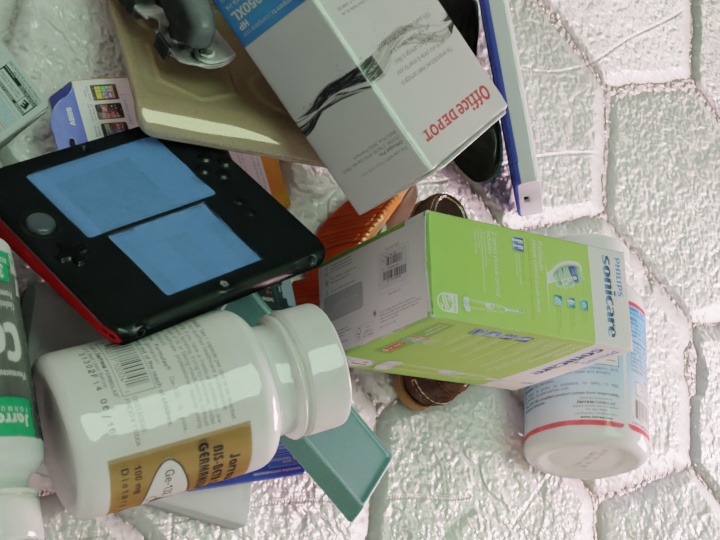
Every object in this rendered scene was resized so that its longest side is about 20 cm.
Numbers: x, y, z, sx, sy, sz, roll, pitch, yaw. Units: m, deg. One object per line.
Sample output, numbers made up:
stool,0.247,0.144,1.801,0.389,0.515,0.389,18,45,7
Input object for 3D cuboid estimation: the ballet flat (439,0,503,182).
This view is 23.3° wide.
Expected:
ballet flat,0.077,-0.169,1.572,0.068,0.068,0.201,9,56,-28

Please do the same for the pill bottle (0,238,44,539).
pill bottle,-0.267,0.085,1.129,0.113,0.113,0.201,-1,74,-41

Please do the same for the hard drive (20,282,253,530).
hard drive,-0.163,0.101,1.272,0.200,0.026,0.132,22,59,-33

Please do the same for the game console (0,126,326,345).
game console,-0.147,-0.033,1.224,0.200,0.031,0.177,-23,50,-41

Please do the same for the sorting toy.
sorting toy,-0.103,-0.157,1.367,0.184,0.037,0.200,9,40,-24

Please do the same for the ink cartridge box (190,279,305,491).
ink cartridge box,-0.095,0.058,1.303,0.119,0.042,0.201,-1,76,-44

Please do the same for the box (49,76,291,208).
box,-0.155,-0.090,1.352,0.199,0.041,0.120,-9,79,-40

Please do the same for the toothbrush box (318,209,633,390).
toothbrush box,0.088,0.029,1.348,0.199,0.145,0.086,11,68,-33

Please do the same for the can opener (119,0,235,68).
can opener,-0.156,-0.223,1.334,0.052,0.067,0.200,-9,45,-37

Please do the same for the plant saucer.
plant saucer,-0.047,0.092,1.295,0.200,0.019,0.070,50,46,-16

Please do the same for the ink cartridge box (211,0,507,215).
ink cartridge box,0.003,-0.163,1.312,0.200,0.084,0.145,56,38,-5

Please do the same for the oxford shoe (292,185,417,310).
oxford shoe,0.000,0.000,1.435,0.073,0.071,0.200,50,55,-26

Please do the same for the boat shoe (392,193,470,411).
boat shoe,0.075,0.021,1.482,0.070,0.070,0.201,19,59,-30

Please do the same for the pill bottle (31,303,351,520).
pill bottle,-0.113,0.089,1.183,0.199,0.114,0.115,-15,82,-22

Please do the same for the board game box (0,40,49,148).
board game box,-0.332,-0.112,1.190,0.148,0.064,0.200,53,46,-9

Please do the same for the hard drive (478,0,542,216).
hard drive,0.135,-0.161,1.579,0.132,0.025,0.201,57,23,-77

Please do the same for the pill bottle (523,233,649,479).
pill bottle,0.199,0.074,1.539,0.108,0.109,0.201,21,59,-33
